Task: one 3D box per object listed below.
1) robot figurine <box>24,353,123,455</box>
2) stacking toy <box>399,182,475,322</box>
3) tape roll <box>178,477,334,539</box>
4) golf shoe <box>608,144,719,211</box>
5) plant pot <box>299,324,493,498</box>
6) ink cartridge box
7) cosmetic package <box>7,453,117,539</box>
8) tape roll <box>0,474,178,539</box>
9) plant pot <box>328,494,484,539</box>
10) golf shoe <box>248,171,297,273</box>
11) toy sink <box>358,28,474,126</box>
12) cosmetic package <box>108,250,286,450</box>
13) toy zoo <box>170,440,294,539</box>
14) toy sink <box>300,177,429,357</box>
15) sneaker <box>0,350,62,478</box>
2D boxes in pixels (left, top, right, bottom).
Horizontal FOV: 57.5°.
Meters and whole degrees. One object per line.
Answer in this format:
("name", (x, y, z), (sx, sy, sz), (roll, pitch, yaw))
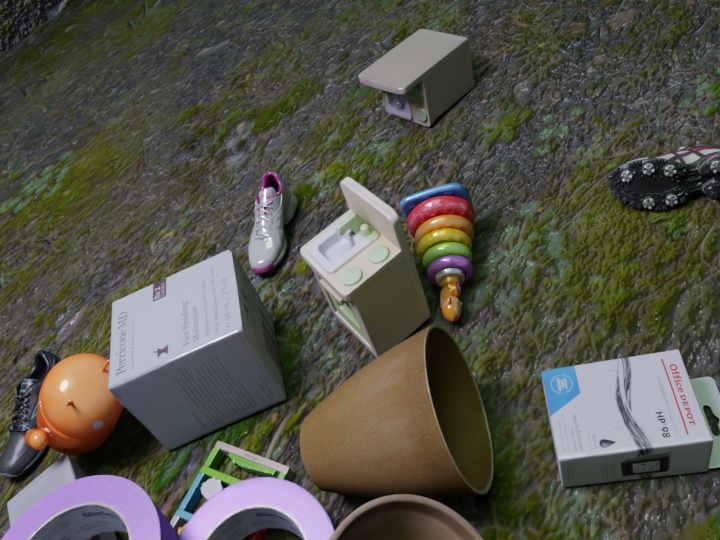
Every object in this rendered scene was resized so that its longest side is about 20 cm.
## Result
("robot figurine", (-0.397, 0.192, 0.930), (0.140, 0.200, 0.120), (0, 63, -29))
("stacking toy", (0.127, -0.017, 0.971), (0.106, 0.117, 0.205), (-13, 56, 15))
("tape roll", (-0.112, 0.341, 0.723), (0.193, 0.067, 0.204), (-6, 49, 7))
("golf shoe", (0.464, -0.141, 0.960), (0.193, 0.079, 0.089), (-3, 27, 18))
("plant pot", (0.031, 0.186, 0.770), (0.195, 0.187, 0.190), (-22, 42, 21))
("ink cartridge box", (0.311, 0.161, 0.732), (0.194, 0.068, 0.118), (-12, 44, 13))
("cosmetic package", (-0.381, 0.331, 0.839), (0.101, 0.075, 0.198), (-40, 31, -17))
("tape roll", (-0.288, 0.322, 0.679), (0.193, 0.067, 0.204), (-8, 43, 7))
("plant pot", (0.041, 0.336, 0.642), (0.194, 0.094, 0.206), (9, 53, -12))
("golf shoe", (-0.167, -0.088, 1.162), (0.073, 0.093, 0.204), (-7, 48, 15))
("toy sink", (0.111, -0.367, 1.286), (0.129, 0.114, 0.199), (26, 58, 39))
("cosmetic package", (-0.232, 0.115, 0.944), (0.195, 0.167, 0.167), (-23, 43, 1))
("toy zoo", (-0.182, 0.326, 0.829), (0.128, 0.021, 0.203), (8, 53, 29))
("toy sink", (0.000, 0.000, 0.914), (0.111, 0.203, 0.130), (-36, 45, -15))
("sneaker", (-0.524, 0.222, 1.037), (0.073, 0.080, 0.204), (-6, 48, 18))
